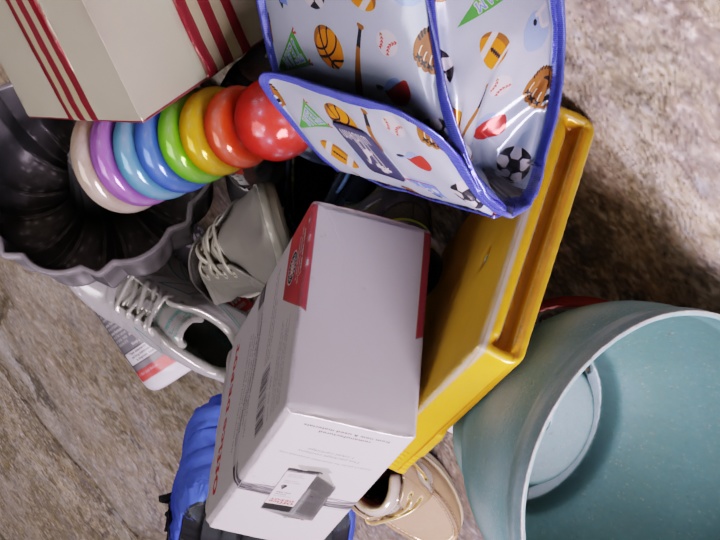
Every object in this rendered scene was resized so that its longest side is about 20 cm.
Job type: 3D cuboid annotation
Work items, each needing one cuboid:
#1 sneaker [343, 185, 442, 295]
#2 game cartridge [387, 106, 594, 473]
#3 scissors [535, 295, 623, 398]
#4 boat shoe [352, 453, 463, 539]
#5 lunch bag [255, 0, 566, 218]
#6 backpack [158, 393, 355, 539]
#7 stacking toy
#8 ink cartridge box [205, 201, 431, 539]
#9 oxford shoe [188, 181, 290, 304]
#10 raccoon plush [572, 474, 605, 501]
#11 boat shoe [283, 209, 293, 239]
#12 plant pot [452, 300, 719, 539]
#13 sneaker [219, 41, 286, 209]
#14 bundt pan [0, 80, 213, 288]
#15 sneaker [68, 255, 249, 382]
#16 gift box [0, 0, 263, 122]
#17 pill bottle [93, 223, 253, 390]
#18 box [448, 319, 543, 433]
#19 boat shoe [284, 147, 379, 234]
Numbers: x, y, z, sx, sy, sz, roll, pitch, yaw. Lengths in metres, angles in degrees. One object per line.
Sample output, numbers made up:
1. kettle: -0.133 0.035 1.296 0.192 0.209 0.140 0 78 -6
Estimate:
1. sneaker: 0.000 0.000 1.193 0.074 0.081 0.200 20 147 -21
2. game cartridge: 0.072 0.018 1.054 0.032 0.177 0.200 24 150 -5
3. scissors: 0.086 0.047 1.139 0.199 0.014 0.073 3 121 29
4. boat shoe: 0.012 0.162 1.328 0.074 0.069 0.200 -31 121 21
5. lunch bag: 0.025 -0.135 0.978 0.170 0.124 0.201 21 126 49
6. backpack: -0.088 0.183 1.442 0.200 0.162 0.168 102 166 -57
7. stacking toy: -0.105 -0.088 1.141 0.200 0.085 0.086 -5 117 47
8. ink cartridge box: -0.029 0.072 1.096 0.083 0.147 0.200 14 149 -13
9. oxford shoe: -0.089 -0.014 1.258 0.200 0.058 0.076 144 117 -72
10. raccoon plush: 0.140 0.166 1.192 0.200 0.097 0.134 23 130 43
11. boat shoe: -0.029 0.033 1.320 0.072 0.060 0.202 -112 11 -54
12. plant pot: 0.139 0.105 1.029 0.134 0.200 0.201 24 140 56
13. sneaker: -0.086 -0.096 1.244 0.077 0.082 0.200 43 149 19
14. bundt pan: -0.202 -0.073 1.328 0.202 0.202 0.076 42 166 21
15. sneaker: -0.150 0.029 1.343 0.200 0.071 0.080 28 -176 10
16. gift box: -0.183 -0.216 1.159 0.200 0.184 0.187 5 127 46
17. pill bottle: -0.185 -0.010 1.444 0.200 0.116 0.116 56 151 -3
18. box: 0.070 0.064 1.232 0.200 0.041 0.119 24 138 39
19. boat shoe: -0.016 -0.092 1.160 0.084 0.069 0.200 36 146 29
